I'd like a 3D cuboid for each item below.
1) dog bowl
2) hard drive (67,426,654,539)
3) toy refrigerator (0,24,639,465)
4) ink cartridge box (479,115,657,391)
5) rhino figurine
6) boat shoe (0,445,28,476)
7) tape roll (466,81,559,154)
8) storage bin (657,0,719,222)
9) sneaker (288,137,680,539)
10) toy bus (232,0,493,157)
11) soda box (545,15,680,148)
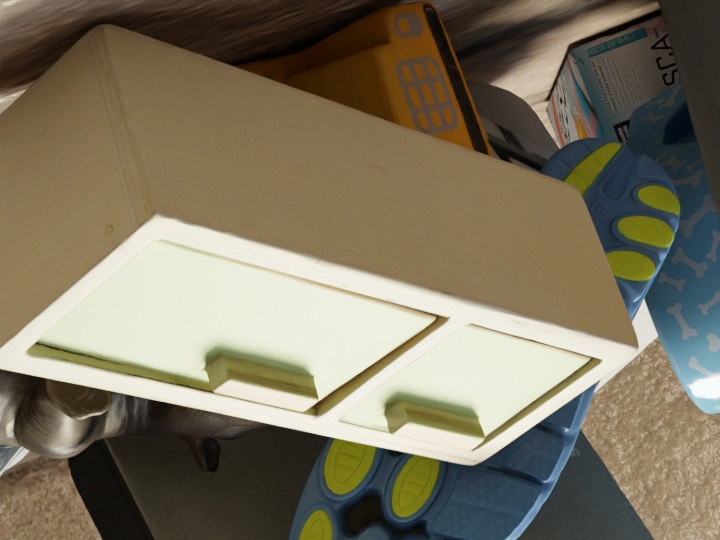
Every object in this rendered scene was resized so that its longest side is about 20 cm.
[{"bbox_3d":[0.144,-0.014,0.928,0.050,0.112,0.200,-21,-161,16],"label":"dog bowl"},{"bbox_3d":[0.012,0.099,0.837,0.200,0.140,0.033,-6,140,-36],"label":"hard drive"},{"bbox_3d":[-0.014,0.002,0.674,0.076,0.070,0.200,-38,145,30],"label":"toy refrigerator"},{"bbox_3d":[0.035,0.004,0.927,0.116,0.068,0.200,-42,148,18],"label":"ink cartridge box"},{"bbox_3d":[-0.102,0.030,0.745,0.200,0.060,0.087,10,162,-15],"label":"rhino figurine"},{"bbox_3d":[-0.170,0.044,1.088,0.091,0.071,0.200,-59,-172,17],"label":"boat shoe"},{"bbox_3d":[0.000,0.000,1.000,0.203,0.037,0.203,-24,151,-14],"label":"tape roll"},{"bbox_3d":[0.192,-0.051,0.818,0.146,0.200,0.134,-24,163,35],"label":"storage bin"},{"bbox_3d":[0.047,0.044,0.810,0.200,0.071,0.083,-54,170,-25],"label":"sneaker"},{"bbox_3d":[-0.048,-0.025,0.789,0.078,0.065,0.200,-14,173,-42],"label":"toy bus"},{"bbox_3d":[0.134,-0.074,1.114,0.068,0.064,0.200,-21,176,0],"label":"soda box"}]
